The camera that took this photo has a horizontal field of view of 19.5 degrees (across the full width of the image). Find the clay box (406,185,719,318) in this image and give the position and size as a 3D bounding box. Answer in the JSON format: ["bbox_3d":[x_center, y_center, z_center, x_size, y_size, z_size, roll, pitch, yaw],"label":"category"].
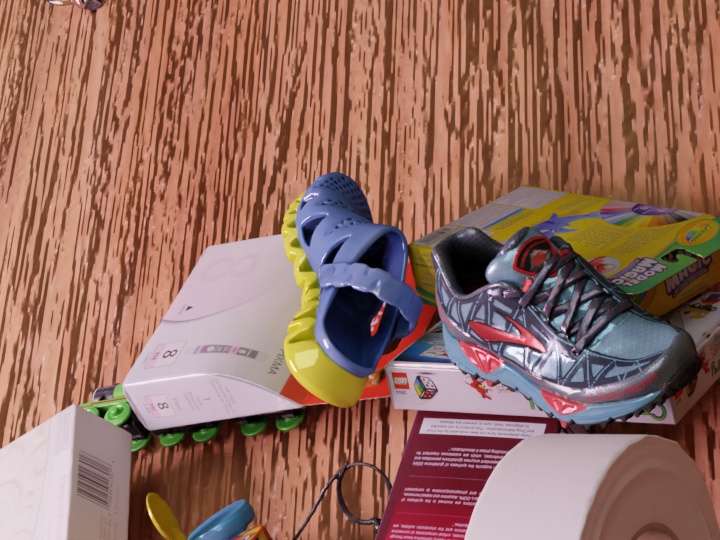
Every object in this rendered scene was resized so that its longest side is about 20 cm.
[{"bbox_3d":[0.138,-0.004,1.330,0.115,0.048,0.199,-27,26,-34],"label":"clay box"}]

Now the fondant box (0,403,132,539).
[{"bbox_3d":[-0.246,0.202,1.459,0.200,0.058,0.145,-32,43,32],"label":"fondant box"}]

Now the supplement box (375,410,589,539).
[{"bbox_3d":[0.066,0.180,1.287,0.108,0.061,0.201,1,58,34],"label":"supplement box"}]

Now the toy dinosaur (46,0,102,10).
[{"bbox_3d":[-0.274,-0.325,1.889,0.136,0.086,0.200,-51,39,2],"label":"toy dinosaur"}]

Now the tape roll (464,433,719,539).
[{"bbox_3d":[0.130,0.188,1.139,0.070,0.202,0.203,-3,57,34],"label":"tape roll"}]

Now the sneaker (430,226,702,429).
[{"bbox_3d":[0.107,0.026,1.207,0.079,0.096,0.199,-37,32,-29],"label":"sneaker"}]

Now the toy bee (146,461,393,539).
[{"bbox_3d":[-0.088,0.187,1.330,0.200,0.131,0.109,-55,-8,31],"label":"toy bee"}]

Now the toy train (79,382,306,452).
[{"bbox_3d":[-0.120,0.093,1.497,0.199,0.042,0.057,-10,43,29],"label":"toy train"}]

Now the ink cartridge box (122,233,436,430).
[{"bbox_3d":[-0.048,0.032,1.450,0.199,0.057,0.163,-14,30,32],"label":"ink cartridge box"}]

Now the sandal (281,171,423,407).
[{"bbox_3d":[0.000,0.000,1.374,0.087,0.079,0.201,-42,32,25],"label":"sandal"}]

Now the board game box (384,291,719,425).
[{"bbox_3d":[0.131,0.050,1.312,0.199,0.035,0.126,1,23,35],"label":"board game box"}]
